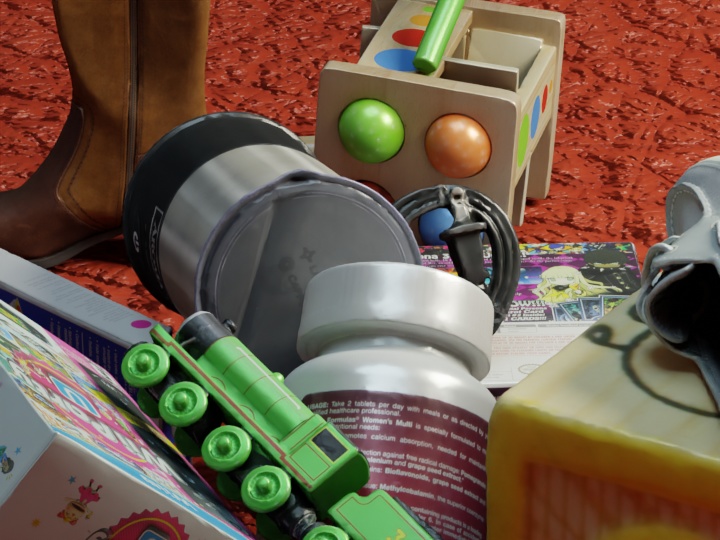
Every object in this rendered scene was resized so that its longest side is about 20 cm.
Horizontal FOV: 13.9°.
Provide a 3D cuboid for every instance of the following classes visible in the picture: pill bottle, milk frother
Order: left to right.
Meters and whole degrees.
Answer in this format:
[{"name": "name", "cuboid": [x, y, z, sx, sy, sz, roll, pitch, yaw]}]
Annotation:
[{"name": "milk frother", "cuboid": [0.000, 0.000, 1.524, 0.199, 0.181, 0.188, -25, 18, -9]}, {"name": "pill bottle", "cuboid": [0.008, 0.105, 1.353, 0.109, 0.110, 0.201, 4, 66, 8]}]

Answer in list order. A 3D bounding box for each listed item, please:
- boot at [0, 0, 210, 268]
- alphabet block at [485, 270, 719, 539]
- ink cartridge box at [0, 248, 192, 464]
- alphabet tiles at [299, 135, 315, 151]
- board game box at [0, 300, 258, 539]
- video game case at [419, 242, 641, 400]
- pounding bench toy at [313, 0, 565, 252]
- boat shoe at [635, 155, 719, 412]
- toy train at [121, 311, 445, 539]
[{"name": "boot", "cuboid": [-0.176, -0.100, 1.786, 0.187, 0.201, 0.069, 2, 29, 10]}, {"name": "alphabet block", "cuboid": [0.184, 0.125, 1.323, 0.195, 0.197, 0.200, 13, 28, 29]}, {"name": "ink cartridge box", "cuboid": [-0.147, 0.060, 1.575, 0.037, 0.095, 0.200, -21, 33, -39]}, {"name": "alphabet tiles", "cuboid": [-0.042, -0.053, 1.916, 0.199, 0.006, 0.167, -3, 25, -6]}, {"name": "board game box", "cuboid": [-0.137, 0.079, 1.292, 0.147, 0.064, 0.200, 36, 5, -38]}, {"name": "video game case", "cuboid": [0.069, 0.037, 1.691, 0.199, 0.036, 0.181, -2, 26, -2]}, {"name": "pounding bench toy", "cuboid": [0.048, -0.115, 1.807, 0.124, 0.201, 0.156, 10, 28, 12]}, {"name": "boat shoe", "cuboid": [0.156, 0.007, 1.263, 0.071, 0.070, 0.201, -3, 28, -12]}, {"name": "toy train", "cuboid": [-0.032, 0.086, 1.292, 0.056, 0.042, 0.200, -39, 58, -12]}]
